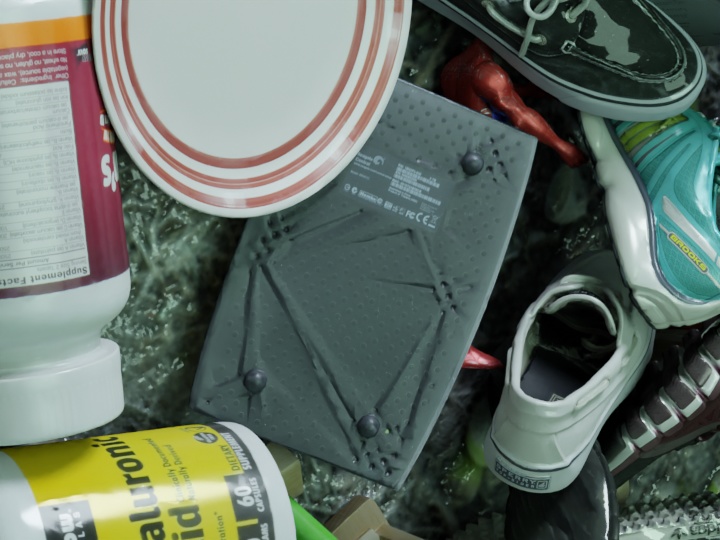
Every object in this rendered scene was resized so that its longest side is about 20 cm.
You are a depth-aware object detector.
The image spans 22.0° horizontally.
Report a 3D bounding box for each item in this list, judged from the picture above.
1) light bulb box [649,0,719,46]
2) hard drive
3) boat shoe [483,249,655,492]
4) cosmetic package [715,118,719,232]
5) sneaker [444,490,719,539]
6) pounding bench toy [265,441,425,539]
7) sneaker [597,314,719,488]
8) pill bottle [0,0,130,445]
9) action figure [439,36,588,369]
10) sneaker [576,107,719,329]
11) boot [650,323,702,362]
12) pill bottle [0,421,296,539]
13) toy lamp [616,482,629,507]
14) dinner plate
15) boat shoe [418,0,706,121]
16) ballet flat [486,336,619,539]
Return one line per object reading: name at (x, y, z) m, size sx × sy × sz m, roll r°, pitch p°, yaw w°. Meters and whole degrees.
light bulb box at (0.190, -0.218, 1.013) m, size 0.199 × 0.198 × 0.125 m, roll 25°, pitch 80°, yaw -34°
hard drive at (0.000, 0.000, 0.977) m, size 0.134 × 0.042 × 0.201 m, roll 22°, pitch 89°, yaw -8°
boat shoe at (0.118, 0.036, 1.009) m, size 0.200 × 0.072 × 0.066 m, roll -49°, pitch 155°, yaw -49°
cosmetic package at (0.317, -0.054, 1.086) m, size 0.200 × 0.166 × 0.168 m, roll -40°, pitch 98°, yaw -40°
sneaker at (0.140, 0.187, 1.057) m, size 0.199 × 0.070 × 0.100 m, roll -6°, pitch 98°, yaw 2°
pounding bench toy at (0.010, 0.190, 0.967) m, size 0.124 × 0.156 × 0.201 m, roll -40°, pitch 115°, yaw -23°
sneaker at (0.221, 0.081, 1.028) m, size 0.115 × 0.076 × 0.200 m, roll 41°, pitch 113°, yaw -5°
pill bottle at (-0.164, -0.028, 0.855) m, size 0.109 × 0.109 × 0.201 m, roll -11°, pitch 102°, yaw -32°
action figure at (0.087, -0.048, 1.046) m, size 0.098 × 0.065 × 0.201 m, roll 0°, pitch 97°, yaw -27°
sneaker at (0.169, -0.062, 1.027) m, size 0.078 × 0.079 × 0.201 m, roll 49°, pitch 25°, yaw -61°
boot at (0.268, 0.007, 1.168) m, size 0.199 × 0.075 × 0.108 m, roll 2°, pitch 89°, yaw -33°
pill bottle at (-0.140, 0.138, 0.890) m, size 0.199 × 0.111 × 0.112 m, roll -5°, pitch 98°, yaw -32°
toy lamp at (0.151, 0.126, 1.112) m, size 0.058 × 0.058 × 0.201 m, roll -8°, pitch 98°, yaw -32°
dinner plate at (-0.052, -0.125, 0.890) m, size 0.200 × 0.024 × 0.201 m, roll -14°, pitch 111°, yaw -42°
boat shoe at (0.099, -0.150, 0.982) m, size 0.199 × 0.068 × 0.074 m, roll 35°, pitch 75°, yaw 3°
ballet flat at (0.111, 0.115, 1.019) m, size 0.066 × 0.201 × 0.057 m, roll -25°, pitch 130°, yaw 16°
